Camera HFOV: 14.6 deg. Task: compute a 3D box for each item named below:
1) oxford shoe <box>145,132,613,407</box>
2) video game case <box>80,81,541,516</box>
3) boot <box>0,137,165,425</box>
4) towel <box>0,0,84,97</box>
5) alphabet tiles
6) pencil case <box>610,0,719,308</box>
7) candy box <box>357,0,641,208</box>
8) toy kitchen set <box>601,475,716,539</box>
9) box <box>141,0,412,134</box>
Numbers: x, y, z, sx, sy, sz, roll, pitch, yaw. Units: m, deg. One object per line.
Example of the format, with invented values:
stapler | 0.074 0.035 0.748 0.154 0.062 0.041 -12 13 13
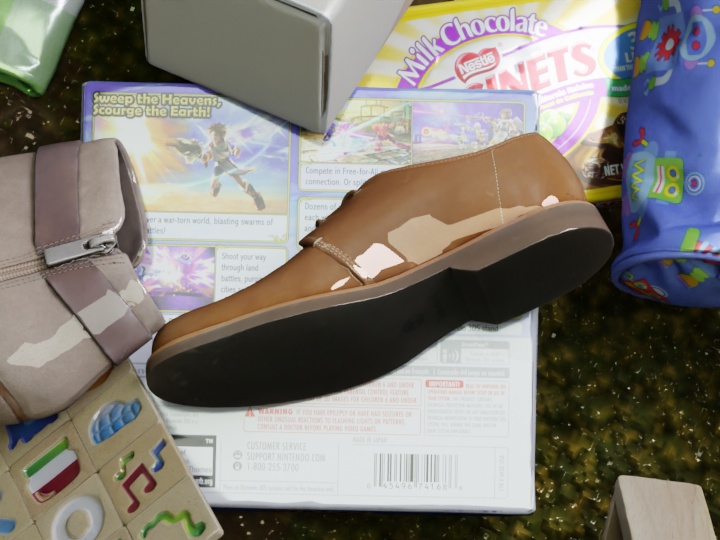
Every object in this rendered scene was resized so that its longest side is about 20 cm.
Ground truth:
oxford shoe | 0.000 0.000 1.164 0.199 0.071 0.071 -21 62 -7
video game case | -0.023 0.013 1.210 0.199 0.045 0.182 1 83 0
boot | -0.165 -0.021 1.178 0.146 0.070 0.201 -23 64 3
towel | -0.175 -0.194 1.264 0.149 0.031 0.201 19 76 -2
alphabet tiles | -0.143 0.113 1.134 0.166 0.006 0.200 -39 45 5
pencil case | 0.158 -0.084 1.226 0.078 0.087 0.201 11 79 -25
candy box | 0.078 -0.076 1.270 0.199 0.026 0.103 -9 79 -9
toy kitchen set | 0.040 0.190 1.147 0.199 0.181 0.164 8 115 -6
box | -0.009 -0.165 1.215 0.095 0.078 0.200 24 57 15
